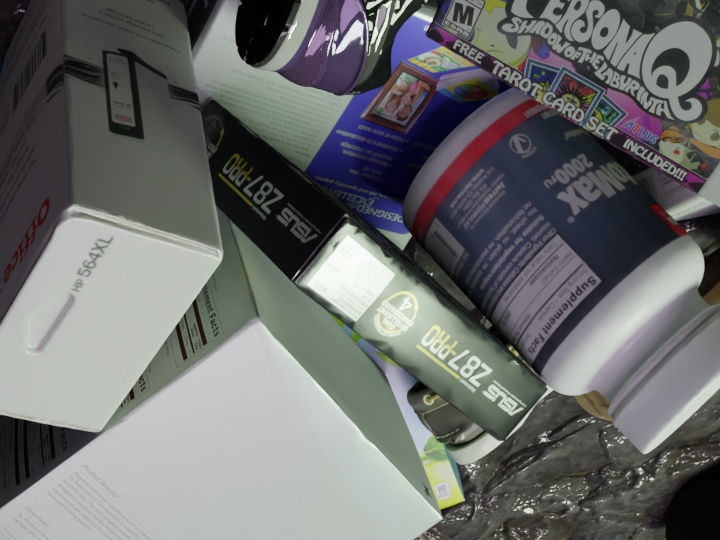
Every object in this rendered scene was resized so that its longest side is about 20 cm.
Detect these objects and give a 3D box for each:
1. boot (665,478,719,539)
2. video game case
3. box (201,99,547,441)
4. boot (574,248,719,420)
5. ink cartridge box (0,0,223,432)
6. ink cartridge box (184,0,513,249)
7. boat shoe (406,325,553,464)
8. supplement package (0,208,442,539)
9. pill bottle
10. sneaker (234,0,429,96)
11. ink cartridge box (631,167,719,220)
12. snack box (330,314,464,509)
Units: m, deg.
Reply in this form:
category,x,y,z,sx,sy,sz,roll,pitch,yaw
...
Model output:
category,x,y,z,sx,sy,sz,roll,pitch,yaw
boot,0.402,0.211,1.242,0.197,0.069,0.190,6,127,-32
video game case,0.152,-0.144,0.653,0.198,0.036,0.182,31,132,4
box,0.000,0.000,0.743,0.049,0.161,0.200,-48,132,4
boot,0.245,0.022,0.904,0.199,0.166,0.073,-35,90,30
ink cartridge box,-0.148,-0.041,0.691,0.083,0.202,0.146,16,130,-30
ink cartridge box,-0.024,-0.092,0.789,0.196,0.044,0.201,14,129,-29
boat shoe,0.117,0.038,0.860,0.202,0.072,0.060,-44,101,8
supplement package,-0.095,0.105,0.791,0.199,0.148,0.192,-36,123,8
pill bottle,0.129,0.001,0.772,0.119,0.200,0.120,-38,163,-14
sneaker,0.015,-0.184,0.665,0.087,0.076,0.202,15,114,-34
ink cartridge box,0.257,-0.065,0.854,0.094,0.038,0.198,-27,167,40
snack box,-0.047,0.110,0.930,0.197,0.068,0.171,-19,107,3
